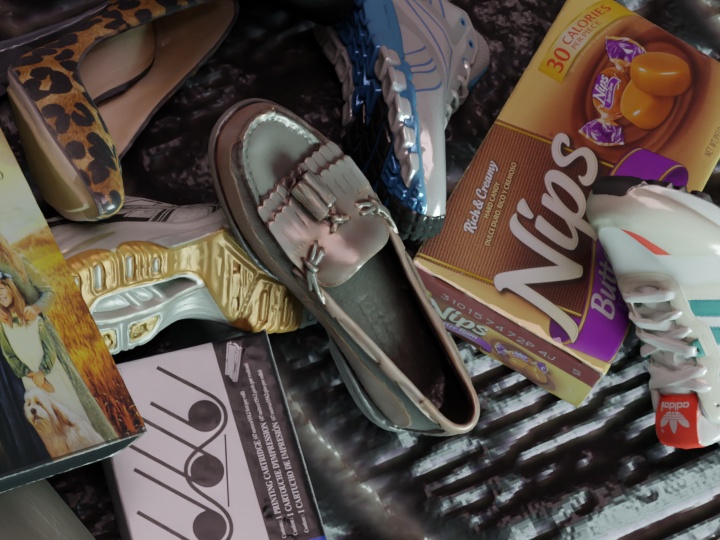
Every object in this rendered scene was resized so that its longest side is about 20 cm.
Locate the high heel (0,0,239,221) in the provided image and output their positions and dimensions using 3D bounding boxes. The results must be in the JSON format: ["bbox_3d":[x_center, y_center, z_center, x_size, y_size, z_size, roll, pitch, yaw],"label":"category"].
[{"bbox_3d":[-0.106,-0.092,1.123,0.142,0.072,0.200,-19,33,-13],"label":"high heel"}]

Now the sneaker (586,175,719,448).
[{"bbox_3d":[0.171,0.037,1.126,0.200,0.070,0.094,44,67,-35],"label":"sneaker"}]

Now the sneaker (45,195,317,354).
[{"bbox_3d":[-0.089,-0.013,1.134,0.199,0.076,0.088,-5,27,-32],"label":"sneaker"}]

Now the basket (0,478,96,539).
[{"bbox_3d":[-0.225,0.103,1.023,0.200,0.180,0.136,42,27,0],"label":"basket"}]

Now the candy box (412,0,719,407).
[{"bbox_3d":[0.116,-0.042,1.196,0.116,0.057,0.201,31,64,3],"label":"candy box"}]

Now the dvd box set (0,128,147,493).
[{"bbox_3d":[-0.191,0.004,0.993,0.146,0.029,0.201,-13,73,-52],"label":"dvd box set"}]

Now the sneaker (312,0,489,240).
[{"bbox_3d":[0.033,-0.101,1.185,0.086,0.075,0.201,5,52,-22],"label":"sneaker"}]

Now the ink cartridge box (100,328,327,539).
[{"bbox_3d":[-0.065,0.137,1.092,0.093,0.044,0.201,-13,71,-14],"label":"ink cartridge box"}]

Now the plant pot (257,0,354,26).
[{"bbox_3d":[-0.087,-0.262,1.118,0.199,0.177,0.201,22,91,20],"label":"plant pot"}]

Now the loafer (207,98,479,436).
[{"bbox_3d":[0.000,0.000,1.095,0.072,0.063,0.201,-43,119,-21],"label":"loafer"}]
